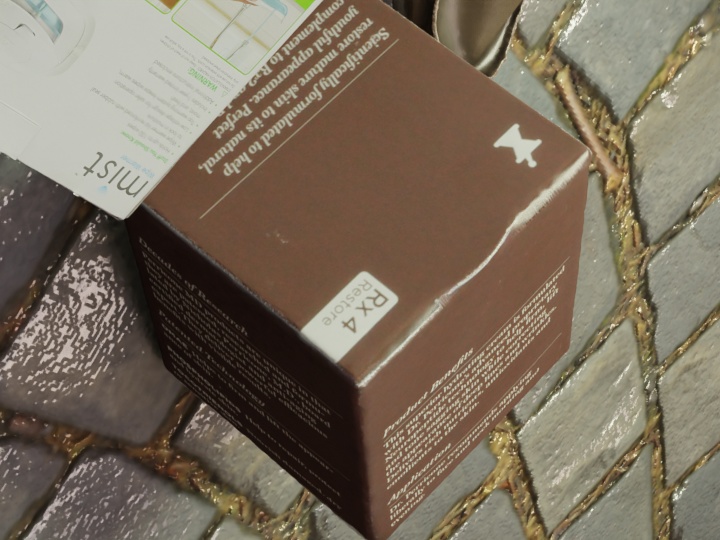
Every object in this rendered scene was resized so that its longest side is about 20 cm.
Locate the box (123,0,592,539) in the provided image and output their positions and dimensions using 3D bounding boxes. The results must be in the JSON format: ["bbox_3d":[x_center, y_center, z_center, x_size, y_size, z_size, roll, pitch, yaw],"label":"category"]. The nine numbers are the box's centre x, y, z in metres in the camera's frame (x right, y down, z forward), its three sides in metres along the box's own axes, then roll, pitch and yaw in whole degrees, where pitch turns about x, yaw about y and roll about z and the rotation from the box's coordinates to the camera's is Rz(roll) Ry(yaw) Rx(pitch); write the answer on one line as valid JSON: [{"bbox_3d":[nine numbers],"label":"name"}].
[{"bbox_3d":[0.000,0.000,0.927,0.166,0.164,0.200,-43,156,-20],"label":"box"}]

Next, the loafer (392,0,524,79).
[{"bbox_3d":[0.073,-0.182,0.921,0.073,0.071,0.201,-2,112,-43],"label":"loafer"}]

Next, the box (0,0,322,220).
[{"bbox_3d":[-0.121,-0.140,0.764,0.177,0.097,0.200,-47,144,8],"label":"box"}]
